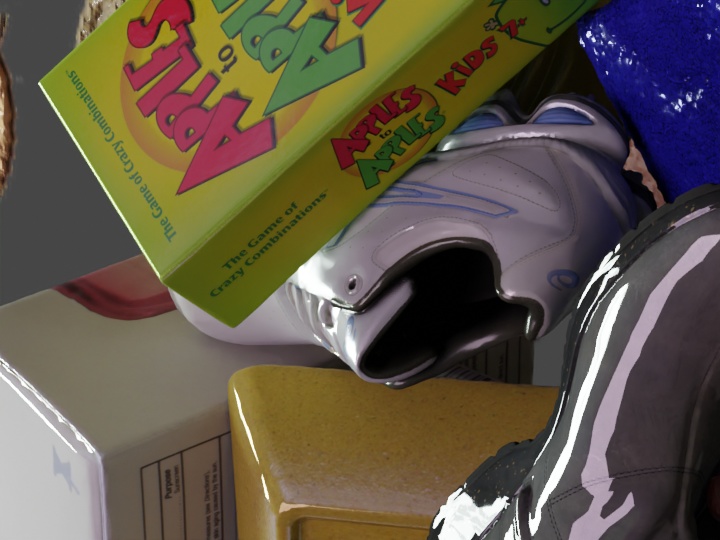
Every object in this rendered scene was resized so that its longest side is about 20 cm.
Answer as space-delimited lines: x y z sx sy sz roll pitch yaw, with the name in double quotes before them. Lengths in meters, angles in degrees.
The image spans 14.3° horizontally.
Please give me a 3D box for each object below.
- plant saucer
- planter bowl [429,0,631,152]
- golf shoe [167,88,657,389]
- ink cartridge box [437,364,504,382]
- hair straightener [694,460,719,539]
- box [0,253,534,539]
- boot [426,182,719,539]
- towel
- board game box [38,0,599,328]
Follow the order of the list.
"plant saucer" 0.046 0.139 1.002 0.199 0.048 0.201 4 114 16
"planter bowl" 0.008 -0.097 1.041 0.200 0.083 0.202 -13 70 38
"golf shoe" 0.000 0.000 0.972 0.199 0.097 0.078 -16 120 38
"ink cartridge box" 0.088 0.156 1.063 0.197 0.047 0.201 21 121 20
"hair straightener" 0.183 0.129 0.932 0.200 0.041 0.077 36 159 -3
"box" -0.042 0.062 1.110 0.109 0.199 0.129 38 138 43
"boot" 0.092 0.081 0.854 0.200 0.067 0.131 -58 32 35
"towel" 0.144 -0.012 0.896 0.201 0.049 0.148 62 153 2
"board game box" -0.003 -0.087 0.951 0.200 0.048 0.102 -41 55 9
